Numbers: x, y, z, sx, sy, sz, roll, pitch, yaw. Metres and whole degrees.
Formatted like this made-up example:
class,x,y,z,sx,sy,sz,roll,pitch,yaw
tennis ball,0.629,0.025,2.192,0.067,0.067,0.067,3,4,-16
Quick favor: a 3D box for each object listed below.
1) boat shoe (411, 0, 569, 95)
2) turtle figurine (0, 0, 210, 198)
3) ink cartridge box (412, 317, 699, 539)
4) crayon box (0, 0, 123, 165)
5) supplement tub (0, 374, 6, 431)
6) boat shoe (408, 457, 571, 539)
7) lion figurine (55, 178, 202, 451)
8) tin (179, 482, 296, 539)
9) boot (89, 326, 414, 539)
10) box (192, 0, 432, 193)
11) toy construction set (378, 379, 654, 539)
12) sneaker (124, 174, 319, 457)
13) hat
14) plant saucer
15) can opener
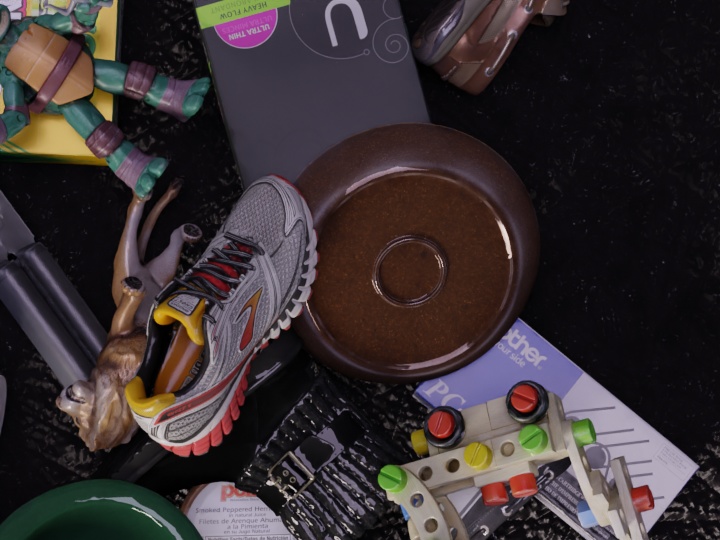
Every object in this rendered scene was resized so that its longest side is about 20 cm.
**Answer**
class,x,y,z,sx,sy,sz,roll,pitch,yaw
boat shoe,0.123,-0.216,1.581,0.072,0.076,0.200,42,84,-12
turtle figurine,-0.216,-0.144,1.500,0.199,0.101,0.150,30,100,-15
ink cartridge box,0.144,0.119,1.557,0.200,0.044,0.094,40,85,5
crayon box,-0.266,-0.184,1.579,0.171,0.058,0.202,2,85,0
supplement tub,-0.368,0.109,1.507,0.198,0.145,0.146,15,85,1
boat shoe,0.080,0.192,1.520,0.066,0.070,0.200,38,103,4
lion figurine,-0.162,0.032,1.530,0.072,0.201,0.123,19,128,-6
tin,-0.081,0.239,1.550,0.111,0.042,0.202,-1,84,-4
boot,-0.080,0.153,1.503,0.210,0.080,0.158,-36,102,14
box,-0.034,-0.147,1.543,0.147,0.124,0.202,-15,86,0
toy construction set,0.098,0.153,1.430,0.198,0.092,0.132,-13,69,4
sneaker,-0.093,0.026,1.422,0.077,0.082,0.201,17,77,31
hat,-0.211,0.254,1.510,0.199,0.176,0.166,-27,83,-19
plant saucer,0.033,-0.004,1.486,0.198,0.035,0.202,-3,112,-6
can opener,-0.257,0.010,1.571,0.053,0.067,0.201,-37,92,-36
